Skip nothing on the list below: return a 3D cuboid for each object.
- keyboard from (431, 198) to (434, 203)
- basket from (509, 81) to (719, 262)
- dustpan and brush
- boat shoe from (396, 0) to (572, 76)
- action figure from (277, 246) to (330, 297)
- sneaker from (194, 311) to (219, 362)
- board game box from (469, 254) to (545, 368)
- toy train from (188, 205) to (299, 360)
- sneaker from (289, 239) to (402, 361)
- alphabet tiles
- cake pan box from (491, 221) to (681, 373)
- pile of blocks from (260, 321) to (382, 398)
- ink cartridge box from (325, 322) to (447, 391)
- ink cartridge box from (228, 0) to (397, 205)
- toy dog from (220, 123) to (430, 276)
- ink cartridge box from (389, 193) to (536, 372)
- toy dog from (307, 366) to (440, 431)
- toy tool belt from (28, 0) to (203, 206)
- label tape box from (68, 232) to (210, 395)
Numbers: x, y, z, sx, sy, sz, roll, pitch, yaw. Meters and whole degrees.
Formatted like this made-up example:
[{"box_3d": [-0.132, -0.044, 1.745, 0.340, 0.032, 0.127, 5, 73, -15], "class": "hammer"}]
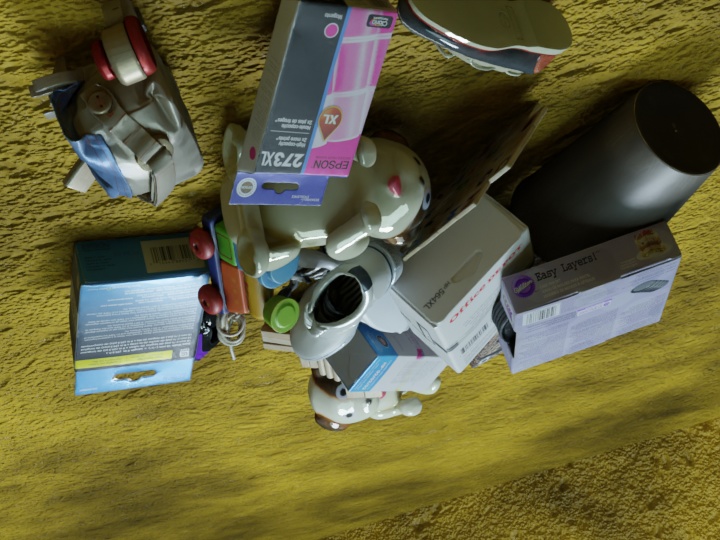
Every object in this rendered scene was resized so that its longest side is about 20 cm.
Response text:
[{"box_3d": [0.042, -0.057, 1.532, 0.198, 0.057, 0.011, 4, -165, -40], "class": "keyboard"}, {"box_3d": [0.286, -0.100, 1.457, 0.178, 0.137, 0.200, 2, 152, -27], "class": "basket"}, {"box_3d": [0.000, 0.000, 1.506, 0.199, 0.057, 0.140, 3, 123, -48], "class": "dustpan and brush"}, {"box_3d": [0.097, -0.202, 1.145, 0.199, 0.072, 0.062, 1, 160, -45], "class": "boat shoe"}, {"box_3d": [-0.056, 0.013, 1.566, 0.197, 0.102, 0.120, -6, 118, -3], "class": "action figure"}, {"box_3d": [-0.230, 0.059, 1.660, 0.099, 0.070, 0.200, -30, 156, 12], "class": "sneaker"}, {"box_3d": [0.196, 0.022, 1.705, 0.158, 0.097, 0.200, -28, 166, -12], "class": "board game box"}, {"box_3d": [-0.109, 0.034, 1.449, 0.084, 0.115, 0.202, -29, 130, -32], "class": "toy train"}, {"box_3d": [-0.033, 0.038, 1.423, 0.071, 0.073, 0.200, -30, 165, -43], "class": "sneaker"}, {"box_3d": [0.113, -0.090, 1.381, 0.200, 0.006, 0.167, -39, -168, 51], "class": "alphabet tiles"}, {"box_3d": [0.243, 0.035, 1.491, 0.198, 0.053, 0.185, -20, 154, -3], "class": "cake pan box"}, {"box_3d": [-0.044, 0.088, 1.738, 0.082, 0.199, 0.063, -45, 148, -28], "class": "pile of blocks"}, {"box_3d": [0.036, 0.088, 1.697, 0.199, 0.115, 0.068, 6, 130, -50], "class": "ink cartridge box"}, {"box_3d": [-0.042, -0.135, 1.134, 0.094, 0.037, 0.202, -1, 125, -32], "class": "ink cartridge box"}, {"box_3d": [-0.027, -0.066, 1.313, 0.198, 0.141, 0.194, -9, 169, -14], "class": "toy dog"}, {"box_3d": [0.116, 0.013, 1.492, 0.146, 0.084, 0.200, -46, 159, -6], "class": "ink cartridge box"}, {"box_3d": [0.004, 0.130, 1.837, 0.192, 0.141, 0.200, 18, -151, 19], "class": "toy dog"}, {"box_3d": [-0.206, -0.121, 1.087, 0.122, 0.126, 0.200, -22, 160, -1], "class": "toy tool belt"}, {"box_3d": [-0.254, 0.049, 1.530, 0.143, 0.064, 0.201, -6, 142, -20], "class": "label tape box"}]
